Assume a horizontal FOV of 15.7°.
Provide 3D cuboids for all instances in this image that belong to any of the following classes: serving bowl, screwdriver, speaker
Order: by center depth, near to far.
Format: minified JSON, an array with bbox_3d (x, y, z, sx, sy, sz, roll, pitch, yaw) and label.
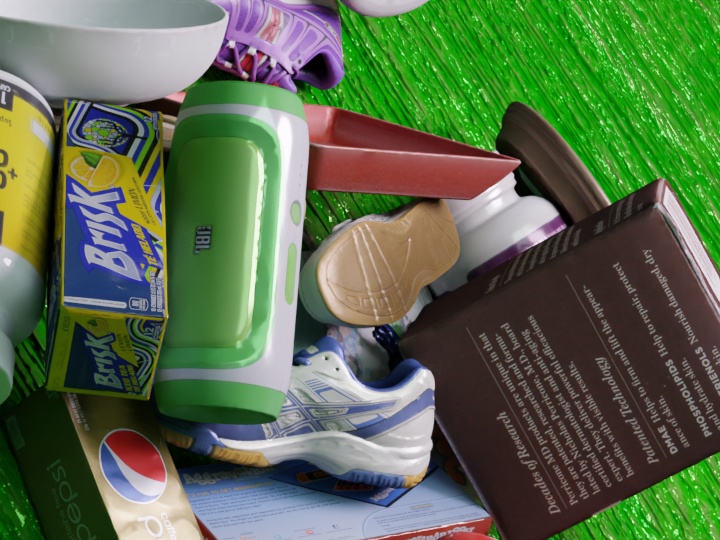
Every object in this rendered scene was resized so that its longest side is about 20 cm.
[{"bbox_3d":[-0.079,-0.010,1.585,0.088,0.088,0.200,14,75,-39],"label":"speaker"},{"bbox_3d":[-0.188,-0.145,1.681,0.200,0.200,0.066,-9,112,-48],"label":"serving bowl"},{"bbox_3d":[0.001,0.027,1.806,0.200,0.028,0.029,50,11,-2],"label":"screwdriver"}]

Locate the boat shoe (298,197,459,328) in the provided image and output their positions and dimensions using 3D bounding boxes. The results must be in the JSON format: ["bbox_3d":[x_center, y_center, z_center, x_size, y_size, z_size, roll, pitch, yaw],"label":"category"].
[{"bbox_3d":[0.000,0.000,1.764,0.200,0.069,0.071,-26,101,-62],"label":"boat shoe"}]

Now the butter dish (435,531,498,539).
[{"bbox_3d":[0.071,0.241,1.663,0.200,0.199,0.148,31,22,-28],"label":"butter dish"}]

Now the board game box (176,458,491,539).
[{"bbox_3d":[-0.024,0.151,1.666,0.200,0.019,0.103,-6,34,-36],"label":"board game box"}]

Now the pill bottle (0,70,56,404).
[{"bbox_3d":[-0.242,-0.017,1.559,0.112,0.112,0.200,24,48,-32],"label":"pill bottle"}]

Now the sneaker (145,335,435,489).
[{"bbox_3d":[-0.048,0.081,1.653,0.200,0.075,0.088,9,95,-20],"label":"sneaker"}]

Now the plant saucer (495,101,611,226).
[{"bbox_3d":[0.159,-0.037,1.954,0.200,0.029,0.200,57,-6,9],"label":"plant saucer"}]

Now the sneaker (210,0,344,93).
[{"bbox_3d":[-0.079,-0.164,1.857,0.200,0.081,0.083,-1,70,-46],"label":"sneaker"}]

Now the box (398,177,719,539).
[{"bbox_3d":[0.156,0.060,1.748,0.164,0.200,0.166,60,11,-4],"label":"box"}]

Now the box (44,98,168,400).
[{"bbox_3d":[-0.153,-0.015,1.562,0.064,0.070,0.200,6,39,-12],"label":"box"}]

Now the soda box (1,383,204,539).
[{"bbox_3d":[-0.142,0.161,1.572,0.068,0.064,0.200,-7,69,-47],"label":"soda box"}]

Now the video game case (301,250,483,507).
[{"bbox_3d":[0.003,0.078,1.807,0.182,0.024,0.200,-2,65,-45],"label":"video game case"}]

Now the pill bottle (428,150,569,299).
[{"bbox_3d":[0.118,0.017,1.893,0.200,0.112,0.112,58,39,0],"label":"pill bottle"}]

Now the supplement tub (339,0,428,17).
[{"bbox_3d":[-0.017,-0.287,1.928,0.123,0.123,0.200,2,35,-44],"label":"supplement tub"}]

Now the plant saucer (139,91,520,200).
[{"bbox_3d":[-0.026,-0.085,1.799,0.200,0.200,0.037,2,103,-44],"label":"plant saucer"}]

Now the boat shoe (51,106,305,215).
[{"bbox_3d":[-0.127,-0.074,1.688,0.200,0.071,0.065,16,42,5],"label":"boat shoe"}]

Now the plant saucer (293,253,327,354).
[{"bbox_3d":[-0.099,0.012,1.717,0.201,0.039,0.201,18,54,-27],"label":"plant saucer"}]
